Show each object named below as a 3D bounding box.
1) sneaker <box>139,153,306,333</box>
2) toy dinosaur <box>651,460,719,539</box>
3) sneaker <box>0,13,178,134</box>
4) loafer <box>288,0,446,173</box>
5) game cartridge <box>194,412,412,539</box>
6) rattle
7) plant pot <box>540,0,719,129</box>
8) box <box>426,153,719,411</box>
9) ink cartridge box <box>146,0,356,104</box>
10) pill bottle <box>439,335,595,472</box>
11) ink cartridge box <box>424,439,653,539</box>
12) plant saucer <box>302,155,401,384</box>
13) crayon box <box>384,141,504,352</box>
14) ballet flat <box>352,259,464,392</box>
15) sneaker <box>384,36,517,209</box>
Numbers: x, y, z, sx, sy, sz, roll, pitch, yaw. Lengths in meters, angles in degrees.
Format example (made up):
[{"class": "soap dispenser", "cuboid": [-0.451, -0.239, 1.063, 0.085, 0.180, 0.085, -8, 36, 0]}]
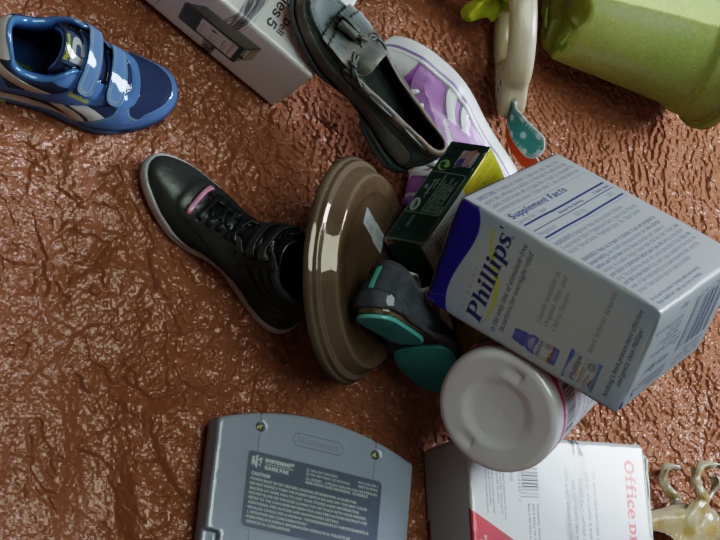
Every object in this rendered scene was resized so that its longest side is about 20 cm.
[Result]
[{"class": "sneaker", "cuboid": [-0.103, -0.036, 1.564, 0.200, 0.099, 0.071, 48, 58, -9]}, {"class": "toy dinosaur", "cuboid": [0.322, 0.240, 1.767, 0.198, 0.058, 0.102, 17, 68, -27]}, {"class": "sneaker", "cuboid": [-0.239, -0.169, 1.532, 0.198, 0.082, 0.075, 9, 69, -32]}, {"class": "loafer", "cuboid": [0.012, -0.178, 1.617, 0.201, 0.063, 0.072, 55, 52, -25]}, {"class": "game cartridge", "cuboid": [-0.048, 0.197, 1.563, 0.198, 0.041, 0.135, 17, 62, -27]}, {"class": "rattle", "cuboid": [0.112, -0.203, 1.773, 0.141, 0.130, 0.202, 0, 101, -21]}, {"class": "plant pot", "cuboid": [0.290, -0.261, 1.842, 0.182, 0.200, 0.203, 11, 69, -16]}, {"class": "box", "cuboid": [0.192, 0.005, 1.551, 0.199, 0.106, 0.183, 32, 29, 21]}, {"class": "ink cartridge box", "cuboid": [-0.106, -0.275, 1.646, 0.199, 0.084, 0.146, 38, 59, -17]}, {"class": "pill bottle", "cuboid": [0.158, 0.092, 1.610, 0.114, 0.113, 0.200, 60, 31, -2]}, {"class": "ink cartridge box", "cuboid": [0.166, 0.233, 1.651, 0.198, 0.084, 0.146, 6, 71, -27]}, {"class": "plant saucer", "cuboid": [0.000, 0.000, 1.588, 0.200, 0.029, 0.203, 1, 90, -67]}, {"class": "crayon box", "cuboid": [0.106, -0.003, 1.672, 0.127, 0.050, 0.201, -54, 135, -28]}, {"class": "ballet flat", "cuboid": [0.050, 0.045, 1.591, 0.200, 0.072, 0.074, 47, 46, -57]}, {"class": "sneaker", "cuboid": [0.064, -0.120, 1.713, 0.114, 0.072, 0.201, -43, 99, -31]}]
